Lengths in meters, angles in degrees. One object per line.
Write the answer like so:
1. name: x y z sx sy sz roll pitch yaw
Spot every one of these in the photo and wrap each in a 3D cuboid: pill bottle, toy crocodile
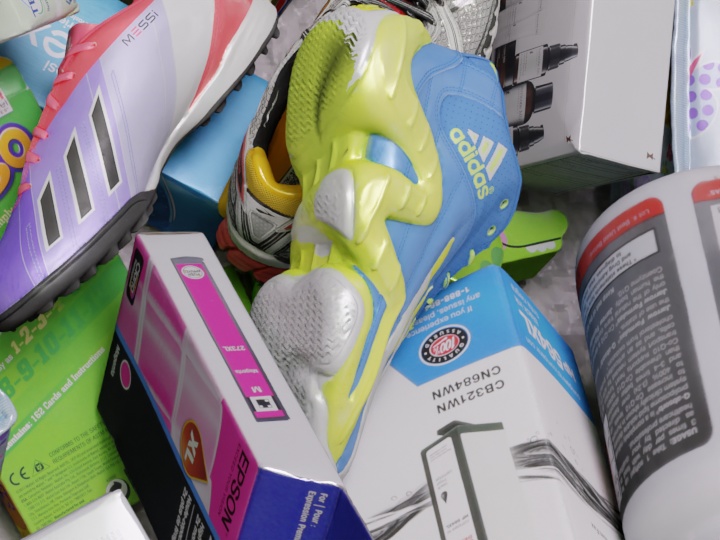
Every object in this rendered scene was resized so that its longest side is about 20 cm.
1. pill bottle: 0.157 0.066 0.971 0.116 0.116 0.200 3 53 -12
2. toy crocodile: 0.000 0.000 1.084 0.200 0.068 0.062 -14 72 -18

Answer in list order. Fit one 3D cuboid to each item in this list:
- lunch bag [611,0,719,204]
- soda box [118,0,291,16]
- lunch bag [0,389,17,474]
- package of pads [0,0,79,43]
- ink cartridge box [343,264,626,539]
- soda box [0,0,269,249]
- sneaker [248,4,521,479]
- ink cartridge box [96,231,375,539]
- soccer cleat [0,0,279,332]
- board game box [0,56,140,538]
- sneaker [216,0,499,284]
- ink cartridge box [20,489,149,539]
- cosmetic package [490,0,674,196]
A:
1. lunch bag: 0.212 -0.087 1.134 0.169 0.127 0.200 5 77 -10
2. soda box: -0.039 -0.179 1.143 0.064 0.068 0.200 33 65 1
3. lunch bag: -0.237 0.035 0.958 0.127 0.170 0.200 -42 82 -21
4. package of pads: -0.238 -0.146 1.002 0.200 0.068 0.155 -18 99 22
5. ink cartridge box: 0.031 0.120 0.970 0.146 0.084 0.200 -25 48 14
6. soda box: -0.137 -0.089 1.088 0.200 0.064 0.068 28 66 -1
7. sneaker: 0.018 -0.003 0.960 0.105 0.076 0.200 6 96 -32
8. ink cartridge box: -0.054 0.078 0.939 0.037 0.095 0.200 -2 36 -28
9. soccer cleat: -0.112 -0.061 1.005 0.073 0.068 0.200 43 61 -17
10. board game box: -0.147 0.015 1.031 0.096 0.030 0.200 -31 102 -22
11. sneaker: 0.008 -0.087 1.036 0.078 0.082 0.200 26 68 4
12. ink cartridge box: -0.125 0.220 0.955 0.176 0.084 0.200 -27 77 -11
13. cosmetic package: 0.104 -0.140 1.094 0.051 0.083 0.200 13 77 -31
